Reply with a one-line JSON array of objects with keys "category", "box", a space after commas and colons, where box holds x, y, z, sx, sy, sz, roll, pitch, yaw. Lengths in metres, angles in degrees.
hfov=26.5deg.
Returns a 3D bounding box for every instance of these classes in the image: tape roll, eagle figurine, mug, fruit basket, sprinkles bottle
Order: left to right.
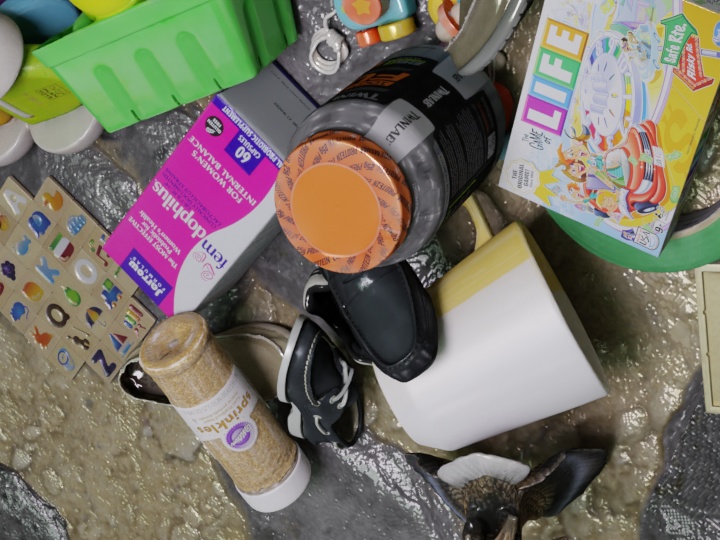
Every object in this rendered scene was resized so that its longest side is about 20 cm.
[{"category": "fruit basket", "box": [-0.175, -0.232, 1.227, 0.213, 0.156, 0.218, 11, 121, 19]}, {"category": "sprinkles bottle", "box": [-0.116, 0.126, 1.331, 0.068, 0.069, 0.201, -9, 132, 29]}, {"category": "mug", "box": [0.090, 0.051, 1.201, 0.152, 0.187, 0.150, -29, 129, 11]}, {"category": "eagle figurine", "box": [0.110, 0.188, 1.208, 0.151, 0.200, 0.151, 38, 114, -8]}, {"category": "tape roll", "box": [0.221, -0.100, 1.141, 0.198, 0.048, 0.203, 10, 114, 23]}]

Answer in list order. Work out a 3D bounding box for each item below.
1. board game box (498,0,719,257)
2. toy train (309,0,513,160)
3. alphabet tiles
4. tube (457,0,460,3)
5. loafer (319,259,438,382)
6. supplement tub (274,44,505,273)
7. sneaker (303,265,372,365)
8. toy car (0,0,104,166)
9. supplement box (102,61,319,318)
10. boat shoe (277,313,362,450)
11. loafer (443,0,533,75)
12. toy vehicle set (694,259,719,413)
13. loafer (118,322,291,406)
[{"category": "board game box", "box": [0.182, -0.120, 1.081, 0.133, 0.034, 0.201, 25, 132, 17]}, {"category": "toy train", "box": [0.044, -0.164, 1.203, 0.199, 0.056, 0.151, 29, 120, 14]}, {"category": "alphabet tiles", "box": [-0.290, 0.010, 1.476, 0.200, 0.006, 0.167, 43, 123, 5]}, {"category": "tube", "box": [0.033, -0.276, 1.146, 0.050, 0.077, 0.200, -45, 81, 3]}, {"category": "loafer", "box": [0.000, 0.000, 1.157, 0.068, 0.070, 0.202, -37, 49, 15]}, {"category": "supplement tub", "box": [0.022, -0.080, 1.103, 0.121, 0.200, 0.124, 9, 116, 20]}, {"category": "sneaker", "box": [0.032, 0.066, 1.284, 0.199, 0.088, 0.076, 37, 121, 7]}, {"category": "toy car", "box": [-0.321, -0.187, 1.340, 0.198, 0.175, 0.152, -7, 71, 29]}, {"category": "supplement box", "box": [-0.115, -0.063, 1.300, 0.101, 0.103, 0.200, 44, 125, 3]}, {"category": "boat shoe", "box": [-0.029, 0.097, 1.299, 0.060, 0.076, 0.200, 18, 162, 11]}, {"category": "loafer", "box": [0.100, -0.228, 1.052, 0.069, 0.075, 0.201, 28, 122, 4]}, {"category": "toy vehicle set", "box": [0.354, 0.051, 1.147, 0.198, 0.026, 0.126, 2, 111, 27]}, {"category": "loafer", "box": [-0.138, 0.096, 1.395, 0.198, 0.068, 0.076, -8, 107, 29]}]
